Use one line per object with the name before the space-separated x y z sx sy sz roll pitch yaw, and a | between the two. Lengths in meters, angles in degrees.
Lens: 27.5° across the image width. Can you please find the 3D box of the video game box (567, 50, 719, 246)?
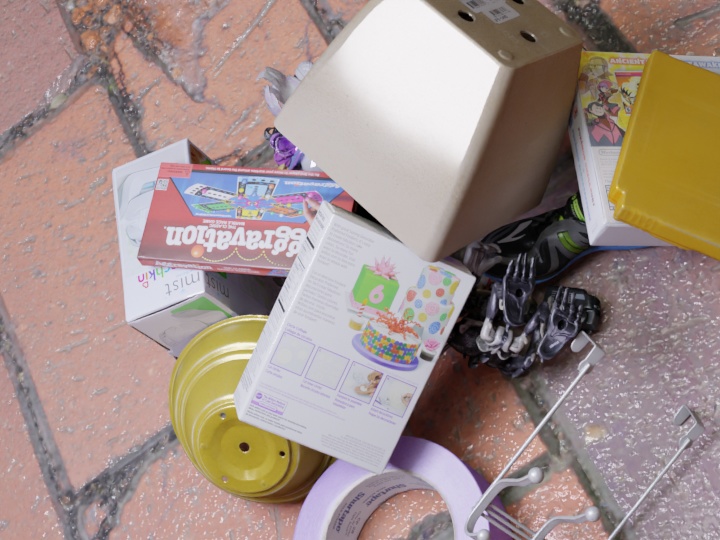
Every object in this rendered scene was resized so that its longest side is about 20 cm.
video game box | 0.288 -0.110 1.328 0.198 0.047 0.184 1 65 -13

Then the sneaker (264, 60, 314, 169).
sneaker | -0.019 -0.128 1.552 0.200 0.075 0.114 41 100 30

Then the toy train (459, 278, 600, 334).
toy train | 0.138 0.026 1.418 0.198 0.034 0.046 8 67 30

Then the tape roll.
tape roll | 0.037 0.258 1.349 0.198 0.066 0.202 -12 63 24

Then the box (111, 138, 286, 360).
box | -0.156 -0.002 1.487 0.096 0.200 0.178 -21 59 18

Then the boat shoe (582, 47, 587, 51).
boat shoe | 0.146 -0.237 1.510 0.198 0.074 0.065 18 37 19

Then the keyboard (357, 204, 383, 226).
keyboard | 0.000 0.000 1.429 0.103 0.202 0.040 -14 21 8

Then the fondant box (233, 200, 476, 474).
fondant box | -0.007 0.061 1.300 0.202 0.143 0.058 -64 15 10

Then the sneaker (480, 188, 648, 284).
sneaker | 0.200 -0.046 1.377 0.198 0.083 0.071 -17 52 12

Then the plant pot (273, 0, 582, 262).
plant pot | 0.080 -0.160 1.295 0.200 0.199 0.178 43 129 17

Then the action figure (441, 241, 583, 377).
action figure | 0.134 0.039 1.335 0.118 0.200 0.103 31 73 -10

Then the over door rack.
over door rack | 0.198 0.175 1.246 0.201 0.147 0.067 -57 25 -5

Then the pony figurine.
pony figurine | -0.033 -0.104 1.454 0.201 0.192 0.167 -61 14 18

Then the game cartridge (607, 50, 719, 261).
game cartridge | 0.324 -0.086 1.284 0.198 0.033 0.178 21 60 0

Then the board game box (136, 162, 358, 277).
board game box | -0.103 -0.047 1.365 0.198 0.019 0.104 4 66 15

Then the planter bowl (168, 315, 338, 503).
planter bowl | -0.100 0.150 1.389 0.198 0.084 0.203 4 111 11
